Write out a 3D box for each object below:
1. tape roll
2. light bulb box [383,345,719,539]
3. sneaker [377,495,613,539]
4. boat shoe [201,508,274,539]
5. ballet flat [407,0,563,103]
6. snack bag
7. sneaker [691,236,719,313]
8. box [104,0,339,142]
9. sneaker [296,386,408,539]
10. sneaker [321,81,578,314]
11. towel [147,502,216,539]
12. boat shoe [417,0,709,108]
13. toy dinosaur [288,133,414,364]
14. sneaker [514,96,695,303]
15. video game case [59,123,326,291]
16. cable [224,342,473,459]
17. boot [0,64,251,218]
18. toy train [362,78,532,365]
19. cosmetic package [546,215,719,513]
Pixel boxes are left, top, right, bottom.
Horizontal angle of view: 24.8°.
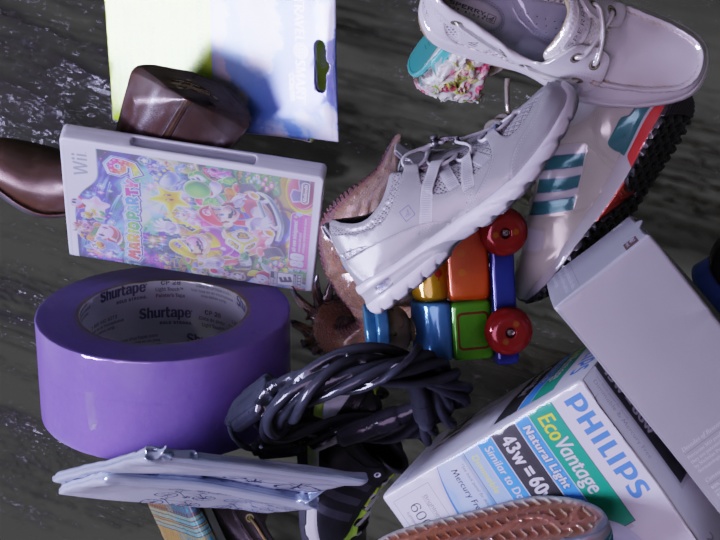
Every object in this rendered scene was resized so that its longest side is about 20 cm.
[{"bbox_3d":[-0.154,0.069,1.289,0.199,0.200,0.085,9,113,21],"label":"tape roll"},{"bbox_3d":[0.164,0.180,1.230,0.200,0.125,0.198,-35,92,31],"label":"light bulb box"},{"bbox_3d":[0.098,0.216,1.166,0.200,0.071,0.080,-16,106,34],"label":"sneaker"},{"bbox_3d":[-0.101,0.223,1.406,0.202,0.060,0.072,60,163,2],"label":"boat shoe"},{"bbox_3d":[0.108,-0.197,1.157,0.064,0.076,0.200,25,127,-21],"label":"ballet flat"},{"bbox_3d":[-0.112,0.161,1.232,0.200,0.188,0.021,-22,61,57],"label":"snack bag"},{"bbox_3d":[0.323,0.047,1.139,0.200,0.070,0.078,45,127,4],"label":"sneaker"},{"bbox_3d":[-0.101,-0.169,1.263,0.199,0.048,0.122,8,113,22],"label":"box"},{"bbox_3d":[-0.003,0.169,1.320,0.083,0.072,0.201,6,124,20],"label":"sneaker"},{"bbox_3d":[0.058,-0.061,1.082,0.200,0.075,0.082,-42,90,9],"label":"sneaker"},{"bbox_3d":[-0.129,0.265,1.409,0.147,0.022,0.200,-4,111,67],"label":"towel"},{"bbox_3d":[0.136,-0.154,1.079,0.199,0.069,0.071,12,87,0],"label":"boat shoe"},{"bbox_3d":[0.000,0.000,1.258,0.135,0.086,0.201,2,110,24],"label":"toy dinosaur"},{"bbox_3d":[0.154,-0.071,1.182,0.093,0.070,0.200,44,123,22],"label":"sneaker"},{"bbox_3d":[-0.130,-0.046,1.268,0.199,0.018,0.143,9,143,1],"label":"video game case"},{"bbox_3d":[0.001,0.100,1.172,0.200,0.163,0.051,140,134,-56],"label":"cable"},{"bbox_3d":[-0.195,-0.106,1.267,0.186,0.064,0.200,21,145,-12],"label":"boot"},{"bbox_3d":[0.054,-0.031,1.156,0.115,0.085,0.201,-5,100,-7],"label":"toy train"},{"bbox_3d":[0.219,0.067,1.110,0.090,0.107,0.200,-41,92,8],"label":"cosmetic package"}]
